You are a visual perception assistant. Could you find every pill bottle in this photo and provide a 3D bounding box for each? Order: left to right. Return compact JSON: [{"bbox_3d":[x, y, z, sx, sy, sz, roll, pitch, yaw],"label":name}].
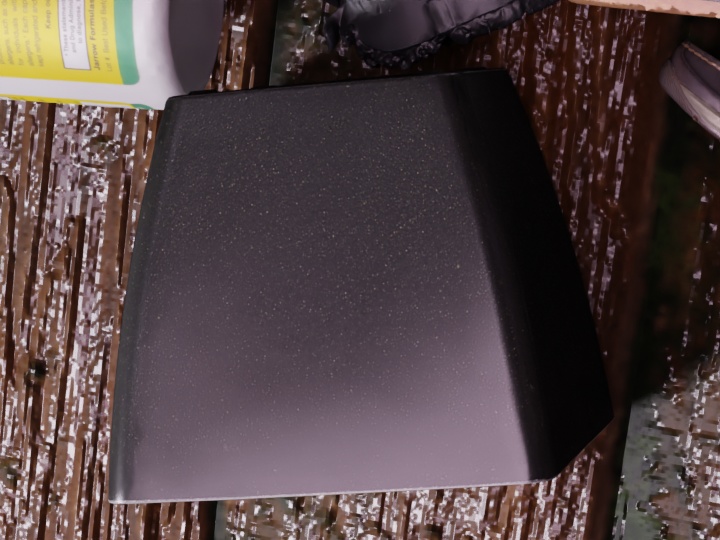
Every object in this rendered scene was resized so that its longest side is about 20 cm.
[{"bbox_3d":[-0.172,-0.137,1.280,0.199,0.113,0.113,4,105,12],"label":"pill bottle"}]

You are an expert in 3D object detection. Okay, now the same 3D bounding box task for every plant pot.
[{"bbox_3d":[0.000,0.000,1.243,0.198,0.200,0.179,-4,93,14],"label":"plant pot"}]

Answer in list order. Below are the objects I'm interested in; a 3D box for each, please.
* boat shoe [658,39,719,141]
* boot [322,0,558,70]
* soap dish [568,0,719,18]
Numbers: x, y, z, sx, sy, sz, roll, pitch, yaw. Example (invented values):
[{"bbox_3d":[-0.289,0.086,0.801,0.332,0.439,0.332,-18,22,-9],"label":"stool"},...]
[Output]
[{"bbox_3d":[0.233,-0.063,1.236,0.199,0.075,0.074,26,98,-4],"label":"boat shoe"},{"bbox_3d":[0.046,-0.191,1.239,0.197,0.073,0.163,-21,96,24],"label":"boot"},{"bbox_3d":[0.198,-0.189,1.200,0.199,0.081,0.158,7,105,11],"label":"soap dish"}]
